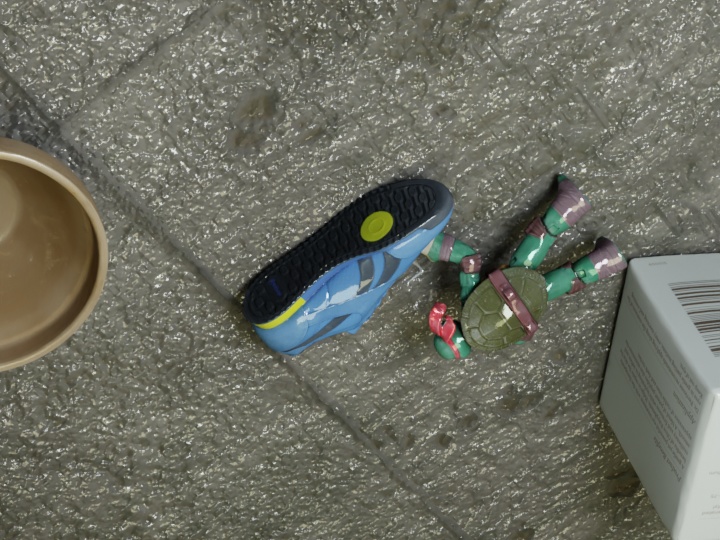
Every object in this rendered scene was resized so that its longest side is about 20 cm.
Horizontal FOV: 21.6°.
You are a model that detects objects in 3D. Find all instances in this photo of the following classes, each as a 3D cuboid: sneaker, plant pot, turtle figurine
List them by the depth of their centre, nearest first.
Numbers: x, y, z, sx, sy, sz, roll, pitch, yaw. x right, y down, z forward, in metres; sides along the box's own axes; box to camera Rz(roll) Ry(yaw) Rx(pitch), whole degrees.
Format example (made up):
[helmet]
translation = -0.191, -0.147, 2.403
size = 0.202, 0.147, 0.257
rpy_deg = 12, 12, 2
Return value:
[plant pot]
translation = -0.295, -0.026, 1.421
size = 0.200, 0.093, 0.201
rpy_deg = -8, 124, -11
[sneaker]
translation = 0.000, 0.000, 1.549
size = 0.200, 0.066, 0.078
rpy_deg = -35, 132, 10
[turtle figurine]
translation = 0.118, 0.018, 1.578
size = 0.200, 0.101, 0.150
rpy_deg = -35, 129, -1

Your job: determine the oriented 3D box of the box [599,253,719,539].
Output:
[box]
translation = 0.339, 0.106, 1.636
size = 0.199, 0.199, 0.172
rpy_deg = -2, 124, -15
